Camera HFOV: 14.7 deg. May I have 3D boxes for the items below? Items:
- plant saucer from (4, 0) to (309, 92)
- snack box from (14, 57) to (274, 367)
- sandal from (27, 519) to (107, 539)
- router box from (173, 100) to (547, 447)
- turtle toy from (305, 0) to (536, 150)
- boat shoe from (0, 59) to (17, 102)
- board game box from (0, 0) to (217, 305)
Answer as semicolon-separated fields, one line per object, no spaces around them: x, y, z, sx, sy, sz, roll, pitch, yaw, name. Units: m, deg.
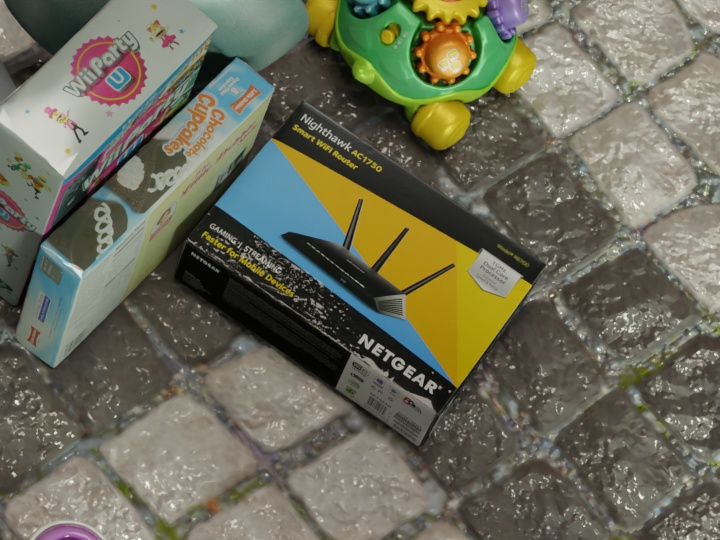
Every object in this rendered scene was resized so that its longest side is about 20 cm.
-0.134;-0.153;1.808;0.200;0.201;0.039;8;70;-11;plant saucer
-0.137;-0.037;1.781;0.037;0.116;0.200;38;57;8;snack box
-0.134;0.230;1.660;0.082;0.050;0.203;-34;74;-30;sandal
0.000;0.000;1.834;0.199;0.051;0.149;34;55;6;router box
0.063;-0.189;1.937;0.146;0.101;0.200;43;58;11;turtle toy
-0.276;-0.145;1.840;0.056;0.069;0.201;-34;62;11;boat shoe
-0.175;-0.080;1.736;0.064;0.200;0.148;40;63;5;board game box
